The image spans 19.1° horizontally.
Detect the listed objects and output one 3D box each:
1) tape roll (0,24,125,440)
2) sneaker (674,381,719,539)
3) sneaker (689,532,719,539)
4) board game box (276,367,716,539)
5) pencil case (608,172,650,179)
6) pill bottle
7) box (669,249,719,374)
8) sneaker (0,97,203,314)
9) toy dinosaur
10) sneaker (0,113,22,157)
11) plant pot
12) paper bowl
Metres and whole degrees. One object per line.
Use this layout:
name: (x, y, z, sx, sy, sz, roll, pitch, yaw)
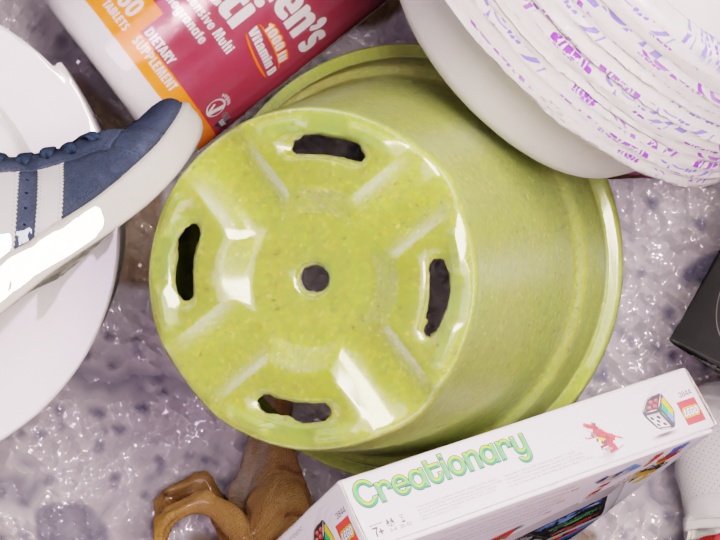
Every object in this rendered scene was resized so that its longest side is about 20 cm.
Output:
tape roll: (-0.205, -0.018, 0.952, 0.201, 0.139, 0.204, 0, 92, -6)
sneaker: (0.177, 0.161, 1.005, 0.115, 0.073, 0.201, -25, 96, -43)
sneaker: (0.137, 0.194, 0.883, 0.077, 0.085, 0.201, 23, 50, -19)
board game box: (0.047, 0.106, 0.935, 0.199, 0.126, 0.035, -14, 69, -37)
pencil case: (0.160, -0.087, 1.012, 0.199, 0.083, 0.087, -2, 80, -5)
pill bottle: (-0.040, -0.151, 0.976, 0.200, 0.110, 0.110, -38, 95, -2)
box: (0.271, 0.039, 0.963, 0.200, 0.148, 0.125, 30, 89, -31)
sneaker: (-0.150, -0.024, 0.814, 0.200, 0.075, 0.085, -40, 94, -28)
toy dinosaur: (-0.046, 0.109, 1.016, 0.106, 0.060, 0.201, -4, 69, -4)
sneaker: (-0.219, -0.079, 0.838, 0.200, 0.080, 0.071, 36, 88, -10)
plant pot: (0.000, 0.000, 0.892, 0.199, 0.184, 0.202, 1, 92, 14)
paper bowl: (0.094, -0.120, 0.889, 0.201, 0.201, 0.104, 45, 121, -6)
